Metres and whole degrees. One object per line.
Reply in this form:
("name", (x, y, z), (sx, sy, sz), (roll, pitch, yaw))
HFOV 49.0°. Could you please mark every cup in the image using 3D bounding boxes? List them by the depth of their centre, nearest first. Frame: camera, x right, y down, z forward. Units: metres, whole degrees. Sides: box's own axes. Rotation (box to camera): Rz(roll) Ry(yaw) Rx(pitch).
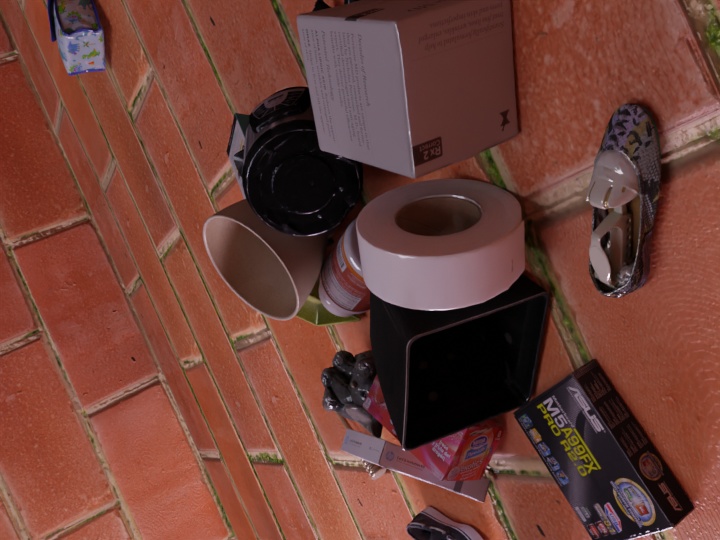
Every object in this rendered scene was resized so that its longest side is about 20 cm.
("cup", (-0.131, -0.045, 1.252), (0.198, 0.143, 0.202), (30, 146, 23))

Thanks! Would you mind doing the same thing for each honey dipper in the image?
("honey dipper", (-0.016, 0.338, 1.619), (0.201, 0.038, 0.038), (51, 149, 30))

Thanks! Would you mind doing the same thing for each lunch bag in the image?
("lunch bag", (-0.744, -0.643, 2.053), (0.170, 0.125, 0.203), (122, 132, -61))

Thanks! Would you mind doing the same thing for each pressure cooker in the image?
("pressure cooker", (-0.088, -0.166, 1.145), (0.180, 0.173, 0.201), (-60, 19, 27))

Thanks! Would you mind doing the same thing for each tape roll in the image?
("tape roll", (0.096, -0.036, 0.944), (0.201, 0.200, 0.072), (31, 137, 47))

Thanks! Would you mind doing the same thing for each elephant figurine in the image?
("elephant figurine", (0.018, 0.212, 1.345), (0.199, 0.153, 0.145), (3, 86, 63))

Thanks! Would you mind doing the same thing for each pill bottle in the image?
("pill bottle", (0.000, 0.000, 1.238), (0.113, 0.111, 0.200), (59, 153, 11))

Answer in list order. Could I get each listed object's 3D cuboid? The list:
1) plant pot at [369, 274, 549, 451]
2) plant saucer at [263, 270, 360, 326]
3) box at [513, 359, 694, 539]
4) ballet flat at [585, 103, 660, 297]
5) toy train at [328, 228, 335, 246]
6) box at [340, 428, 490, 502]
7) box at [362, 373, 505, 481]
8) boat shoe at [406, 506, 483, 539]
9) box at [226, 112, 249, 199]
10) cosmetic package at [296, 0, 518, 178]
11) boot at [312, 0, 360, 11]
("plant pot", (0.108, 0.078, 1.042), (0.178, 0.197, 0.202), (-125, 26, -45))
("plant saucer", (-0.114, 0.038, 1.451), (0.197, 0.049, 0.199), (27, 163, -22))
("box", (0.291, 0.230, 0.974), (0.202, 0.044, 0.161), (58, 152, 14))
("ballet flat", (0.255, -0.059, 0.781), (0.072, 0.071, 0.204), (29, 135, 49))
("toy train", (-0.103, -0.076, 1.398), (0.115, 0.086, 0.200), (55, 150, 0))
("box", (0.085, 0.309, 1.261), (0.155, 0.197, 0.042), (-9, 60, 67))
("box", (0.108, 0.222, 1.202), (0.199, 0.099, 0.097), (37, 106, 44))
("boat shoe", (0.152, 0.482, 1.397), (0.199, 0.067, 0.073), (13, 124, 57))
("box", (-0.190, -0.196, 1.404), (0.201, 0.048, 0.083), (-117, 38, -47))
("cosmetic package", (0.053, -0.223, 0.906), (0.199, 0.163, 0.168), (25, 132, 50))
("boot", (-0.018, -0.326, 1.062), (0.162, 0.072, 0.201), (44, 145, 46))
